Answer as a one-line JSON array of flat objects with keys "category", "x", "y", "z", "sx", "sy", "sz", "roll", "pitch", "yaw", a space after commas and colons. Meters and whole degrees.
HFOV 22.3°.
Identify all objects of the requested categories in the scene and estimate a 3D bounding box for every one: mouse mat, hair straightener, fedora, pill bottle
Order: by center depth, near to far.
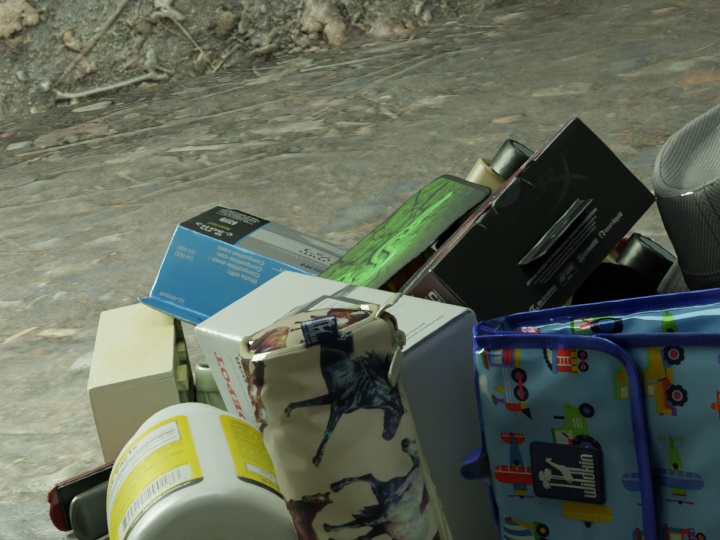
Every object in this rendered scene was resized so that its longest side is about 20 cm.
[{"category": "pill bottle", "x": -0.089, "y": 0.144, "z": 1.045, "sx": 0.110, "sy": 0.112, "sz": 0.200, "roll": -13, "pitch": 16, "yaw": -7}, {"category": "fedora", "x": 0.247, "y": -0.060, "z": 1.123, "sx": 0.176, "sy": 0.091, "sz": 0.200, "roll": -22, "pitch": 17, "yaw": 47}, {"category": "hair straightener", "x": -0.108, "y": 0.139, "z": 1.235, "sx": 0.199, "sy": 0.041, "sz": 0.077, "roll": -15, "pitch": 15, "yaw": -30}, {"category": "mouse mat", "x": 0.000, "y": 0.000, "z": 1.279, "sx": 0.200, "sy": 0.008, "sz": 0.161, "roll": -41, "pitch": 12, "yaw": -4}]

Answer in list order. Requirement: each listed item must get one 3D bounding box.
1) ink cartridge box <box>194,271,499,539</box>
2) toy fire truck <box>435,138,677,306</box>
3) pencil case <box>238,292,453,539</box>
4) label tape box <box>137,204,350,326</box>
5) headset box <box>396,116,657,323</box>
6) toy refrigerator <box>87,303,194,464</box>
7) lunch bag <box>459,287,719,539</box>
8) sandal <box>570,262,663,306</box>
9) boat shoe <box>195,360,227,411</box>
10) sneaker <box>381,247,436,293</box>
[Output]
[{"category": "ink cartridge box", "x": 0.001, "y": 0.090, "z": 1.098, "sx": 0.083, "sy": 0.146, "sz": 0.199, "roll": -32, "pitch": 23, "yaw": -27}, {"category": "toy fire truck", "x": 0.158, "y": 0.002, "z": 1.363, "sx": 0.176, "sy": 0.129, "sz": 0.200, "roll": 37, "pitch": 14, "yaw": 16}, {"category": "pencil case", "x": 0.006, "y": 0.116, "z": 0.936, "sx": 0.089, "sy": 0.202, "sz": 0.078, "roll": -17, "pitch": 4, "yaw": 27}, {"category": "label tape box", "x": -0.081, "y": 0.008, "z": 1.466, "sx": 0.142, "sy": 0.067, "sz": 0.200, "roll": 20, "pitch": 10, "yaw": 7}, {"category": "headset box", "x": 0.085, "y": 0.003, "z": 1.130, "sx": 0.149, "sy": 0.075, "sz": 0.200, "roll": -46, "pitch": -1, "yaw": -27}, {"category": "toy refrigerator", "x": -0.160, "y": 0.086, "z": 1.376, "sx": 0.069, "sy": 0.077, "sz": 0.200, "roll": -11, "pitch": 14, "yaw": -2}, {"category": "lunch bag", "x": 0.149, "y": 0.094, "z": 0.972, "sx": 0.198, "sy": 0.152, "sz": 0.094, "roll": -5, "pitch": 16, "yaw": 22}, {"category": "sandal", "x": 0.212, "y": 0.036, "z": 1.205, "sx": 0.045, "sy": 0.076, "sz": 0.199, "roll": 6, "pitch": -3, "yaw": 42}, {"category": "boat shoe", "x": -0.024, "y": 0.080, "z": 1.321, "sx": 0.198, "sy": 0.063, "sz": 0.072, "roll": -12, "pitch": 15, "yaw": -6}, {"category": "sneaker", "x": 0.059, "y": 0.056, "z": 1.278, "sx": 0.077, "sy": 0.074, "sz": 0.200, "roll": -22, "pitch": 38, "yaw": -22}]
